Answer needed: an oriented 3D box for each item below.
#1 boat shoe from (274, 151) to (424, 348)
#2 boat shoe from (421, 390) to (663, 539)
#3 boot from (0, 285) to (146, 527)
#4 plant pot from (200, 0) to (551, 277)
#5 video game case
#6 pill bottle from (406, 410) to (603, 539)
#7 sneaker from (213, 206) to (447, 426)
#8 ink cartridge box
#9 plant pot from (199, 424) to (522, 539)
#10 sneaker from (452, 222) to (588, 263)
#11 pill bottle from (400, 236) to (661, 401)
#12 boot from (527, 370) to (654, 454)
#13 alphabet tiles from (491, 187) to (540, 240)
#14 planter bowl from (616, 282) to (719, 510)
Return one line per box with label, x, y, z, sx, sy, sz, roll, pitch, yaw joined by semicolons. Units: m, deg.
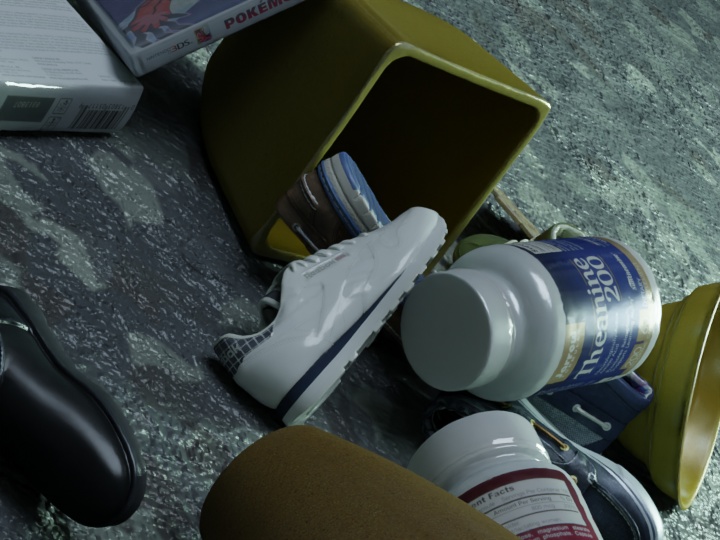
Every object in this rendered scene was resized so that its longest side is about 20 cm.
boat shoe;0.000;0.000;1.347;0.201;0.072;0.073;60;11;-34
boat shoe;0.129;0.156;1.320;0.200;0.071;0.091;40;24;8
boot;-0.220;0.069;0.914;0.165;0.066;0.199;46;20;27
plant pot;-0.013;-0.133;1.425;0.193;0.196;0.200;15;29;-47
video game case;-0.119;-0.225;1.375;0.200;0.181;0.023;49;-18;55
pill bottle;0.104;0.196;1.155;0.114;0.114;0.201;21;32;-39
sneaker;-0.015;0.014;1.233;0.080;0.077;0.200;38;55;5
ink cartridge box;-0.266;-0.180;1.278;0.200;0.057;0.162;44;23;21
plant pot;0.005;0.180;0.980;0.185;0.187;0.200;10;28;-50
sneaker;0.158;-0.007;1.499;0.067;0.091;0.199;-32;45;-33
pill bottle;0.123;0.035;1.313;0.199;0.111;0.111;-6;53;-48
boot;0.140;0.060;1.453;0.200;0.090;0.073;43;24;-2
alphabet tiles;0.172;-0.018;1.656;0.167;0.006;0.200;49;7;13
planter bowl;0.258;0.095;1.536;0.083;0.203;0.200;12;16;20
